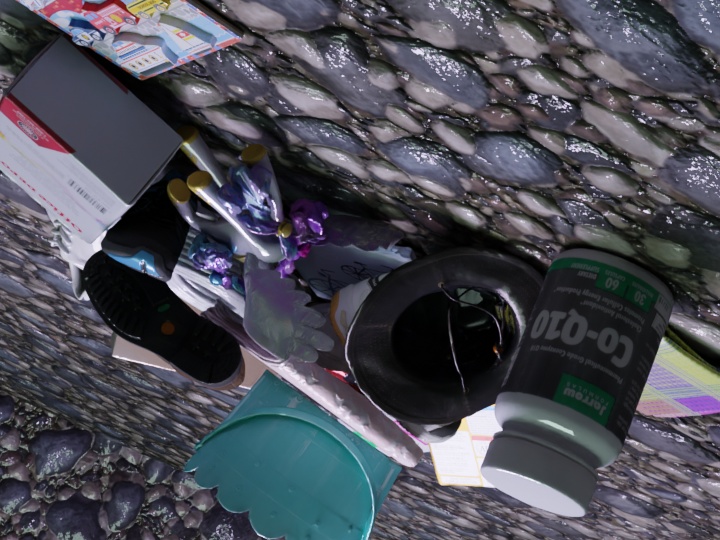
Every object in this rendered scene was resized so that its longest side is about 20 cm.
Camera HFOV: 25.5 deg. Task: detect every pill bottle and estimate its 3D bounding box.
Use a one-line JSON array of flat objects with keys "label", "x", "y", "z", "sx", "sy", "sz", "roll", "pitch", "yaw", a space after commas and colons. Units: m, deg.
[{"label": "pill bottle", "x": 0.179, "y": 0.094, "z": 1.327, "sx": 0.112, "sy": 0.202, "sz": 0.113, "roll": 21, "pitch": 163, "yaw": 7}]

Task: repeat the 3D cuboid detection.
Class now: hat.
[{"label": "hat", "x": 0.081, "y": 0.043, "z": 1.460, "sx": 0.200, "sy": 0.201, "sz": 0.081, "roll": 32, "pitch": -155, "yaw": -24}]

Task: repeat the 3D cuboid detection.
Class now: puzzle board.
[{"label": "puzzle board", "x": -0.197, "y": -0.205, "z": 1.265, "sx": 0.150, "sy": 0.018, "sz": 0.199, "roll": 33, "pitch": 162, "yaw": -25}]

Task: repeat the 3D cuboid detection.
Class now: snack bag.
[{"label": "snack bag", "x": 0.000, "y": 0.000, "z": 1.600, "sx": 0.187, "sy": 0.022, "sz": 0.200, "roll": 15, "pitch": 162, "yaw": 28}]

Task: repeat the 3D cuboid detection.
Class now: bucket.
[{"label": "bucket", "x": -0.064, "y": 0.207, "z": 1.636, "sx": 0.206, "sy": 0.135, "sz": 0.207, "roll": 35, "pitch": 175, "yaw": 3}]

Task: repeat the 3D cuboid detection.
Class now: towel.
[{"label": "towel", "x": 0.277, "y": 0.097, "z": 1.511, "sx": 0.143, "sy": 0.023, "sz": 0.200, "roll": 31, "pitch": 161, "yaw": -17}, {"label": "towel", "x": -0.048, "y": 0.108, "z": 1.571, "sx": 0.200, "sy": 0.032, "sz": 0.191, "roll": 38, "pitch": 175, "yaw": -32}]

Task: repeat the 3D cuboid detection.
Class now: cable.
[{"label": "cable", "x": -0.153, "y": 0.002, "z": 1.705, "sx": 0.199, "sy": 0.070, "sz": 0.200, "roll": 31, "pitch": 166, "yaw": -8}]

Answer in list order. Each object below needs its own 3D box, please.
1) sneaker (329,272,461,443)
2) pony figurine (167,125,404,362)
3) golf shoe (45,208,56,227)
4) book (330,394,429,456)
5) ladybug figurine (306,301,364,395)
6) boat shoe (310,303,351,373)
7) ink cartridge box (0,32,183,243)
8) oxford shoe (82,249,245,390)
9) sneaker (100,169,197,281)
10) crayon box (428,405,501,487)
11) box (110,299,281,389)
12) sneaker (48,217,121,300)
[{"label": "sneaker", "x": 0.055, "y": 0.087, "z": 1.547, "sx": 0.087, "sy": 0.076, "sz": 0.200, "roll": -27, "pitch": 120, "yaw": 20}, {"label": "pony figurine", "x": -0.083, "y": -0.028, "z": 1.452, "sx": 0.192, "sy": 0.167, "sz": 0.201, "roll": 17, "pitch": 148, "yaw": 44}, {"label": "golf shoe", "x": -0.306, "y": -0.049, "z": 1.828, "sx": 0.097, "sy": 0.078, "sz": 0.200, "roll": 41, "pitch": 168, "yaw": 23}, {"label": "book", "x": 0.085, "y": 0.158, "z": 1.766, "sx": 0.198, "sy": 0.049, "sz": 0.133, "roll": -12, "pitch": 153, "yaw": 29}, {"label": "ladybug figurine", "x": -0.002, "y": 0.099, "z": 1.796, "sx": 0.199, "sy": 0.073, "sz": 0.135, "roll": 30, "pitch": 164, "yaw": -28}, {"label": "boat shoe", "x": 0.020, "y": 0.079, "z": 1.674, "sx": 0.199, "sy": 0.072, "sz": 0.069, "roll": 16, "pitch": 172, "yaw": -42}, {"label": "ink cartridge box", "x": -0.261, "y": -0.116, "z": 1.460, "sx": 0.146, "sy": 0.083, "sz": 0.200, "roll": 41, "pitch": 161, "yaw": -10}, {"label": "oxford shoe", "x": -0.192, "y": 0.055, "z": 1.544, "sx": 0.200, "sy": 0.073, "sz": 0.085, "roll": 40, "pitch": 171, "yaw": 18}, {"label": "sneaker", "x": -0.196, "y": -0.048, "z": 1.513, "sx": 0.073, "sy": 0.083, "sz": 0.200, "roll": 27, "pitch": -170, "yaw": -10}, {"label": "crayon box", "x": 0.124, "y": 0.132, "z": 1.632, "sx": 0.124, "sy": 0.052, "sz": 0.202, "roll": 0, "pitch": 125, "yaw": 24}, {"label": "box", "x": -0.183, "y": 0.071, "z": 1.841, "sx": 0.198, "sy": 0.096, "sz": 0.078, "roll": 13, "pitch": -172, "yaw": -12}, {"label": "sneaker", "x": -0.293, "y": -0.045, "z": 1.678, "sx": 0.073, "sy": 0.070, "sz": 0.201, "roll": 36, "pitch": 150, "yaw": 41}]
